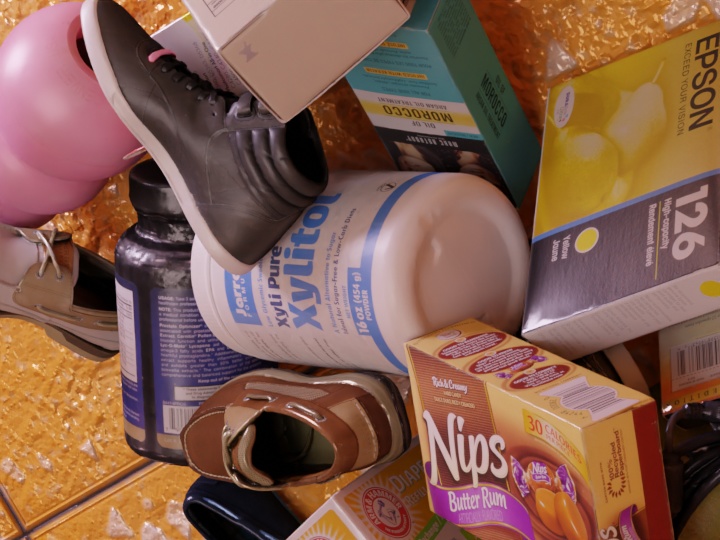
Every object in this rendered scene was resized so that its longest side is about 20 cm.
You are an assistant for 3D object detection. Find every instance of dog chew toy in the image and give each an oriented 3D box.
[{"bbox_3d":[-0.217,-0.098,1.853,0.125,0.124,0.200,50,135,6],"label":"dog chew toy"}]

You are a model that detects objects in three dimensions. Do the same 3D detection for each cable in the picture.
[{"bbox_3d":[0.257,0.160,1.551,0.199,0.051,0.164,7,101,-8],"label":"cable"}]

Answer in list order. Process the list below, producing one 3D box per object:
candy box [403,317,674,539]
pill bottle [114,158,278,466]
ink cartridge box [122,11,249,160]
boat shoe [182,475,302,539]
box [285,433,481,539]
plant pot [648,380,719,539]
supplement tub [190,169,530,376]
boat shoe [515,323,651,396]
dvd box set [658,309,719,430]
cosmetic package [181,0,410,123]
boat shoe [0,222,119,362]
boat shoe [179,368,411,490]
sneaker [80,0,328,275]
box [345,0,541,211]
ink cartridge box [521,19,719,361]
[{"bbox_3d":[0.104,0.109,1.558,0.200,0.056,0.117,23,128,56],"label":"candy box"},{"bbox_3d":[-0.113,0.026,1.836,0.112,0.112,0.201,9,111,27],"label":"pill bottle"},{"bbox_3d":[-0.074,-0.152,1.747,0.200,0.116,0.067,-27,93,34],"label":"ink cartridge box"},{"bbox_3d":[-0.055,0.229,1.899,0.200,0.069,0.084,41,123,11],"label":"boat shoe"},{"bbox_3d":[0.034,0.182,1.751,0.113,0.200,0.101,49,124,7],"label":"box"},{"bbox_3d":[0.232,0.127,1.648,0.187,0.187,0.200,42,108,11],"label":"plant pot"},{"bbox_3d":[0.000,0.000,1.719,0.200,0.132,0.132,2,109,46],"label":"supplement tub"},{"bbox_3d":[0.120,0.068,1.678,0.060,0.202,0.072,-32,100,-10],"label":"boat shoe"},{"bbox_3d":[0.244,-0.016,1.588,0.146,0.029,0.200,-21,55,33],"label":"dvd box set"},{"bbox_3d":[-0.059,-0.184,1.585,0.105,0.200,0.071,-39,128,6],"label":"cosmetic package"},{"bbox_3d":[-0.225,0.000,1.863,0.068,0.200,0.075,-30,52,33],"label":"boat shoe"},{"bbox_3d":[-0.056,0.106,1.715,0.200,0.074,0.076,-14,100,49],"label":"boat shoe"},{"bbox_3d":[-0.092,-0.106,1.669,0.099,0.071,0.200,-34,86,23],"label":"sneaker"},{"bbox_3d":[0.044,-0.115,1.661,0.082,0.049,0.200,9,153,27],"label":"box"},{"bbox_3d":[0.193,-0.058,1.589,0.200,0.198,0.047,-23,132,36],"label":"ink cartridge box"}]
